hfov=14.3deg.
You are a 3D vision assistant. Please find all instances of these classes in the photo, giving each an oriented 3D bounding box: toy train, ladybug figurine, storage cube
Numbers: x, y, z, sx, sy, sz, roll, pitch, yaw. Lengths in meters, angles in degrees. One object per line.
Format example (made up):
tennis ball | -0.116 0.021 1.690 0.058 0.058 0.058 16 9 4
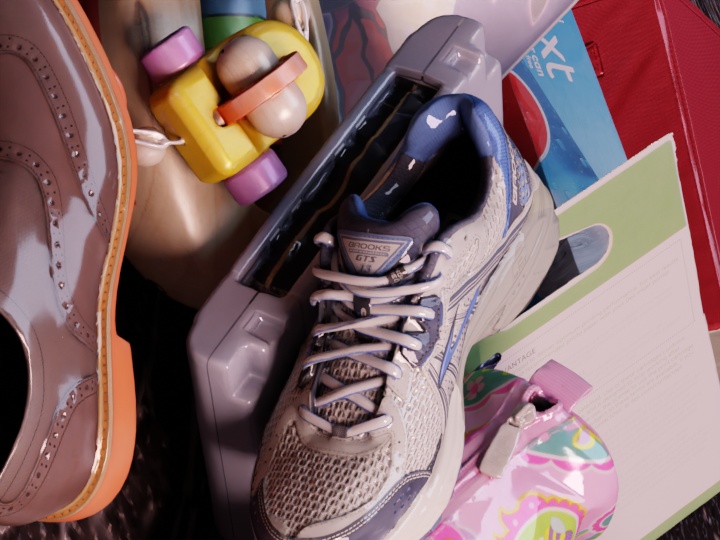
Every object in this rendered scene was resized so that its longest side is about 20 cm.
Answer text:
toy train | -0.067 -0.108 1.051 0.150 0.056 0.200 31 68 -21
ladybug figurine | -0.067 -0.076 1.141 0.136 0.072 0.200 12 70 -57
storage cube | 0.113 -0.023 1.453 0.200 0.171 0.180 22 55 -66

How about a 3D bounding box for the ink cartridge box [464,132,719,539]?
ink cartridge box | 0.078 0.047 1.187 0.048 0.145 0.200 35 -29 46

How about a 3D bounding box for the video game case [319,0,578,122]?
video game case | 0.005 -0.157 1.211 0.200 0.182 0.023 41 6 -26

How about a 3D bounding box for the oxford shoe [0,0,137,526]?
oxford shoe | -0.119 -0.014 0.959 0.073 0.071 0.200 -1 81 -64

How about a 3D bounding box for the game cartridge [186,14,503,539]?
game cartridge | -0.002 0.009 1.128 0.200 0.041 0.133 -54 150 -34

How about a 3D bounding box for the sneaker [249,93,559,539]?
sneaker | 0.006 0.017 1.030 0.085 0.077 0.200 71 35 -48

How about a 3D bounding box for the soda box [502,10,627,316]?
soda box | 0.075 -0.048 1.300 0.068 0.064 0.200 8 55 -45

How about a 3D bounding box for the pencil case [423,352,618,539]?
pencil case | 0.010 0.113 1.056 0.200 0.087 0.087 -38 114 -29
